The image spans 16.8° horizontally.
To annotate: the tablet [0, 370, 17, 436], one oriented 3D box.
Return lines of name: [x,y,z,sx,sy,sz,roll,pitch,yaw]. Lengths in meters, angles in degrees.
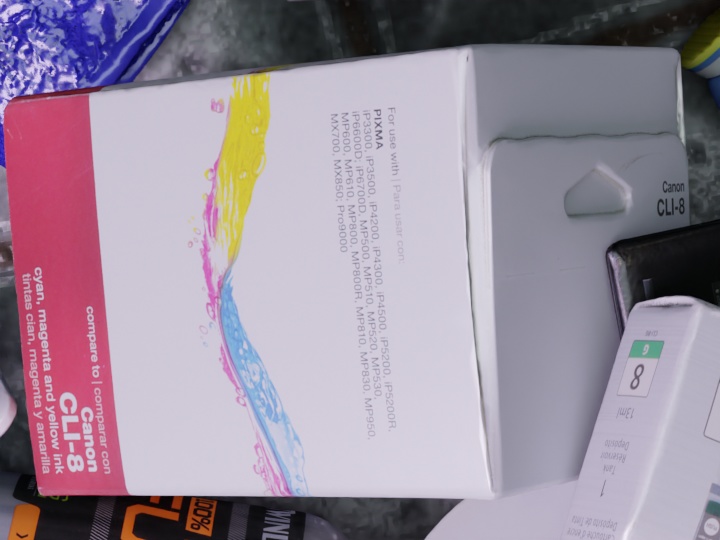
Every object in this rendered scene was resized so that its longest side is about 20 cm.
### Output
tablet: [-0.210,0.096,0.904,0.200,0.130,0.014,-45,117,1]

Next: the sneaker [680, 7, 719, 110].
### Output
sneaker: [0.223,-0.107,0.936,0.199,0.074,0.083,-32,95,7]

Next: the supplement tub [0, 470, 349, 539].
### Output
supplement tub: [-0.080,0.144,0.910,0.198,0.123,0.124,8,92,-3]

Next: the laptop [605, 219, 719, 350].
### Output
laptop: [0.164,0.067,0.883,0.198,0.116,0.189,-11,93,-24]

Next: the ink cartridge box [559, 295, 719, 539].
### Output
ink cartridge box: [0.133,0.130,0.780,0.160,0.050,0.202,22,78,-22]

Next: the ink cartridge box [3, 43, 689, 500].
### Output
ink cartridge box: [0.000,0.000,0.851,0.199,0.145,0.146,-3,92,37]

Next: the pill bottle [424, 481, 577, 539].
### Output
pill bottle: [0.101,0.171,0.886,0.116,0.116,0.201,-34,120,0]

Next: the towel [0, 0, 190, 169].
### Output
towel: [-0.156,-0.147,0.932,0.199,0.050,0.148,37,90,-3]
